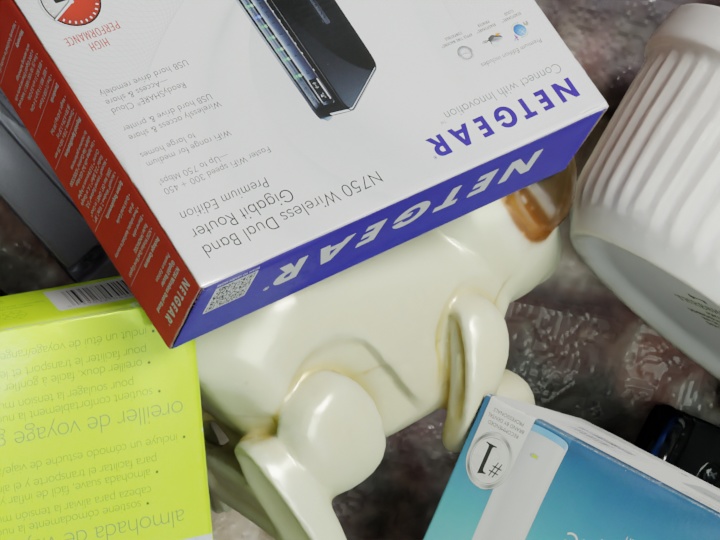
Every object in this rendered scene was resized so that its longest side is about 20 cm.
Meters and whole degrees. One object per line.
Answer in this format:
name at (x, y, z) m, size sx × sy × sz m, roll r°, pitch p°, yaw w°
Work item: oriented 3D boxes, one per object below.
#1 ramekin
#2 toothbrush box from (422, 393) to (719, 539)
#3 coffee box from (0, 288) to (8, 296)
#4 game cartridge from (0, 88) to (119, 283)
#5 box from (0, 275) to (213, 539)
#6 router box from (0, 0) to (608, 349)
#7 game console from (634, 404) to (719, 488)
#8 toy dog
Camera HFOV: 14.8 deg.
ramekin at (0.180, -0.010, 1.156) m, size 0.200 × 0.200 × 0.105 m, roll 40°, pitch 83°, yaw -25°
toothbrush box at (0.085, 0.172, 1.113) m, size 0.085 × 0.146 × 0.201 m, roll 16°, pitch 100°, yaw -55°
coffee box at (-0.184, 0.108, 1.114) m, size 0.080 × 0.113 × 0.200 m, roll 42°, pitch 86°, yaw -25°
game cartridge at (-0.124, -0.100, 1.125) m, size 0.130 × 0.038 × 0.200 m, roll -44°, pitch 114°, yaw -9°
box at (-0.117, 0.109, 1.051) m, size 0.121 × 0.048 × 0.201 m, roll -10°, pitch 107°, yaw -19°
router box at (-0.034, -0.088, 1.064) m, size 0.199 × 0.049 × 0.180 m, roll -25°, pitch 72°, yaw -31°
game console at (0.140, 0.174, 1.251) m, size 0.170 × 0.118 × 0.201 m, roll 23°, pitch 96°, yaw -24°
toy dog at (0.000, 0.000, 1.150) m, size 0.200 × 0.139 × 0.194 m, roll -39°, pitch 115°, yaw -18°
